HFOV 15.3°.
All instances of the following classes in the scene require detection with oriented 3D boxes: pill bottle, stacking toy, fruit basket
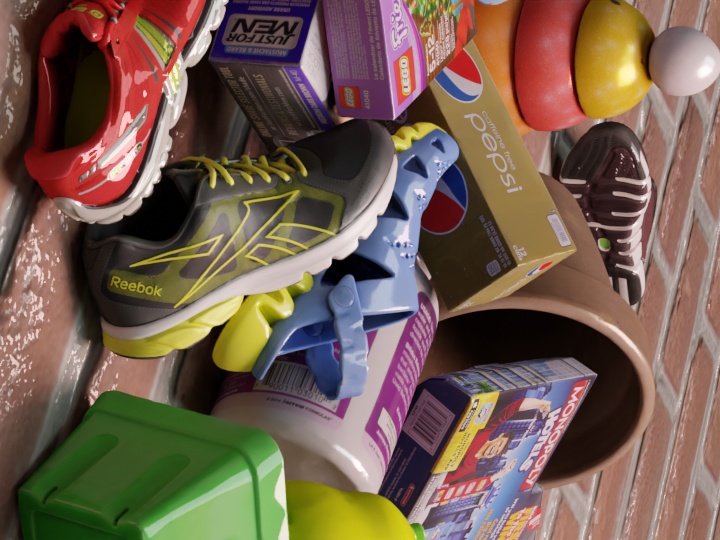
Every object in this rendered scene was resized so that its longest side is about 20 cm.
[{"bbox_3d":[-0.016,0.047,1.636,0.113,0.112,0.201,68,35,-47],"label":"pill bottle"},{"bbox_3d":[0.162,-0.153,1.909,0.146,0.199,0.147,5,90,-68],"label":"stacking toy"},{"bbox_3d":[-0.073,0.166,1.463,0.215,0.155,0.217,-19,114,-49],"label":"fruit basket"}]

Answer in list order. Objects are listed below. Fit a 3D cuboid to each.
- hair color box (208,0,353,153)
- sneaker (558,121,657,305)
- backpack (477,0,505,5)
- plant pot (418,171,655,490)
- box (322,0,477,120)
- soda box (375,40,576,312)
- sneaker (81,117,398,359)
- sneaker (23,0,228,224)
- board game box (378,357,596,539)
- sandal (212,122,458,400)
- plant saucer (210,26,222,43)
[{"bbox_3d":[-0.019,-0.177,1.556,0.109,0.064,0.201,56,45,-57],"label":"hair color box"},{"bbox_3d":[0.210,-0.074,2.229,0.201,0.075,0.116,86,17,-47],"label":"sneaker"},{"bbox_3d":[0.122,-0.271,1.723,0.182,0.134,0.202,17,82,-66],"label":"backpack"},{"bbox_3d":[0.103,0.026,1.853,0.175,0.199,0.201,-87,164,-44],"label":"plant pot"},{"bbox_3d":[0.018,-0.203,1.506,0.137,0.039,0.201,-48,136,-55],"label":"box"},{"bbox_3d":[0.050,-0.081,1.643,0.064,0.068,0.201,-14,74,-48],"label":"soda box"},{"bbox_3d":[-0.065,-0.032,1.467,0.200,0.074,0.085,-36,127,-18],"label":"sneaker"},{"bbox_3d":[-0.125,-0.125,1.390,0.085,0.077,0.201,37,60,-58],"label":"sneaker"},{"bbox_3d":[0.064,0.136,1.752,0.199,0.062,0.201,-6,130,-55],"label":"board game box"},{"bbox_3d":[0.000,0.000,1.558,0.200,0.087,0.080,-53,180,-21],"label":"sandal"},{"bbox_3d":[-0.063,-0.210,1.568,0.200,0.036,0.202,6,90,-68],"label":"plant saucer"}]
